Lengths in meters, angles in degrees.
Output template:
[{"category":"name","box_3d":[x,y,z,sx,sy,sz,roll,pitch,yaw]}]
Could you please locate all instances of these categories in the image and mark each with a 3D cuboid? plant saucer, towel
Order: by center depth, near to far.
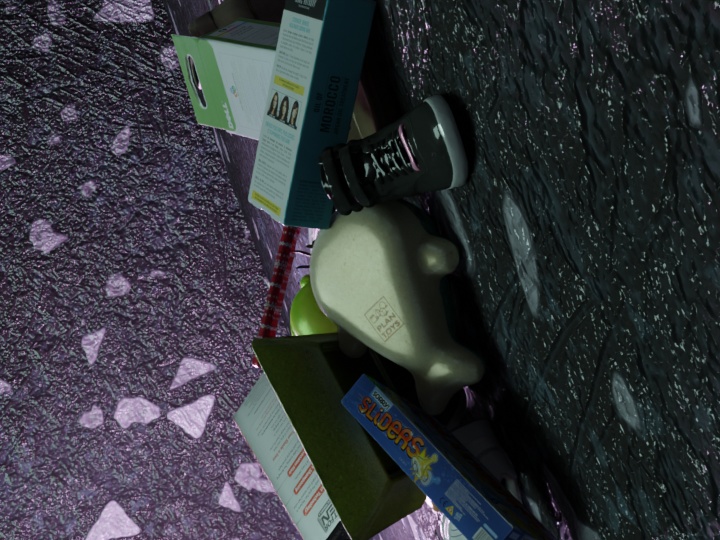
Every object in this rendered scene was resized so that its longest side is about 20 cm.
[{"category":"plant saucer","box_3d":[0.000,0.138,1.047,0.201,0.048,0.200,61,-164,11]},{"category":"plant saucer","box_3d":[-0.001,-0.161,1.081,0.200,0.029,0.203,161,91,-81]},{"category":"towel","box_3d":[-0.086,0.008,1.225,0.145,0.022,0.203,123,160,-83]}]

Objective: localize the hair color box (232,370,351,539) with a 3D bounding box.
[{"category":"hair color box","box_3d":[-0.049,0.190,1.171,0.061,0.102,0.201,15,-152,-44]}]

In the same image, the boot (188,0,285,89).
[{"category":"boot","box_3d":[-0.116,-0.233,1.243,0.201,0.144,0.071,83,164,-55]}]

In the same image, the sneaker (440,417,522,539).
[{"category":"sneaker","box_3d":[0.122,0.241,1.079,0.087,0.074,0.202,51,160,51]}]

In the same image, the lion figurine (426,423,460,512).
[{"category":"lion figurine","box_3d":[0.088,0.217,1.250,0.123,0.072,0.201,-117,5,-48]}]

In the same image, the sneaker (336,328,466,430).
[{"category":"sneaker","box_3d":[0.034,0.107,1.160,0.106,0.075,0.200,38,-177,-23]}]

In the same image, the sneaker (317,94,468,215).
[{"category":"sneaker","box_3d":[0.021,-0.084,0.890,0.200,0.098,0.072,161,90,-80]}]

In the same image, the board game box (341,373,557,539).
[{"category":"board game box","box_3d":[0.082,0.178,0.947,0.200,0.035,0.135,43,-176,39]}]

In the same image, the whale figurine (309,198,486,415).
[{"category":"whale figurine","box_3d":[0.043,0.026,1.003,0.159,0.103,0.201,-46,72,32]}]

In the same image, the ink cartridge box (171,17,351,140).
[{"category":"ink cartridge box","box_3d":[-0.103,-0.191,1.121,0.199,0.059,0.105,20,134,47]}]

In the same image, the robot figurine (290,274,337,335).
[{"category":"robot figurine","box_3d":[-0.040,0.088,1.583,0.201,0.114,0.177,84,168,-57]}]

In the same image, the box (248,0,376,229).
[{"category":"box","box_3d":[-0.045,-0.145,0.983,0.082,0.049,0.203,33,114,55]}]

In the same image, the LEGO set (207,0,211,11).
[{"category":"LEGO set","box_3d":[-0.174,-0.324,1.495,0.154,0.114,0.203,-131,23,-67]}]

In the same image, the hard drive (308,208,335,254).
[{"category":"hard drive","box_3d":[-0.046,-0.097,1.360,0.200,0.037,0.142,102,163,-75]}]

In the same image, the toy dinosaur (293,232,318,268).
[{"category":"toy dinosaur","box_3d":[0.000,0.000,1.176,0.201,0.104,0.182,55,-172,-6]}]
